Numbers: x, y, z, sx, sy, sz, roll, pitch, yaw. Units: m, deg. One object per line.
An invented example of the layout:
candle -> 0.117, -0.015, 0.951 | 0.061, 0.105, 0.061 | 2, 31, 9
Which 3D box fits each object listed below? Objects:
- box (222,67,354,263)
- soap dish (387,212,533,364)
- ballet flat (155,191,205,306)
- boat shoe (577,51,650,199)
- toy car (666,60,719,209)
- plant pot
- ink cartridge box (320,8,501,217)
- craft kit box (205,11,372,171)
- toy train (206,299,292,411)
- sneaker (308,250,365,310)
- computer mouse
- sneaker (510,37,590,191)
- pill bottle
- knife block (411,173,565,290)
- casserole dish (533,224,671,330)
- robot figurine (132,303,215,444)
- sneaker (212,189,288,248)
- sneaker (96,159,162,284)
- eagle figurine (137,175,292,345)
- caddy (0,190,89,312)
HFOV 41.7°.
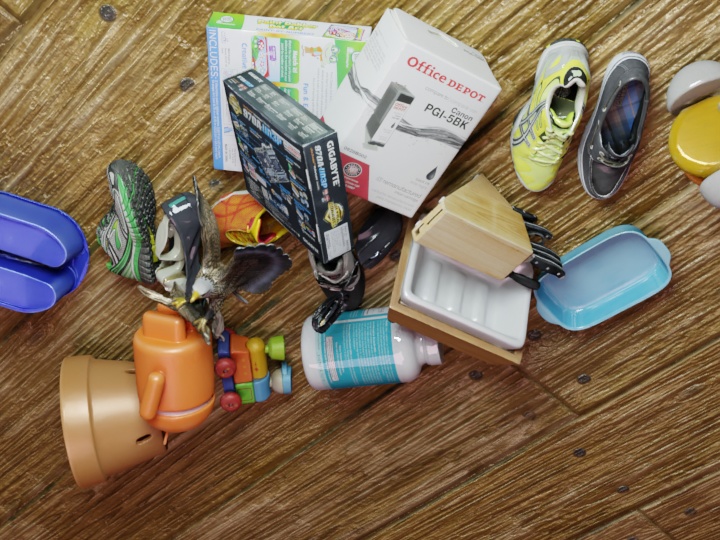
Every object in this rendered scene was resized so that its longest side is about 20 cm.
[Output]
box -> -0.085, -0.123, 1.097 | 0.046, 0.200, 0.161 | -26, 132, -21
soap dish -> 0.133, 0.029, 1.276 | 0.198, 0.159, 0.081 | 24, 145, -14
ballet flat -> -0.256, -0.018, 1.326 | 0.072, 0.074, 0.202 | 8, 127, 0
boat shoe -> 0.312, -0.162, 1.149 | 0.069, 0.067, 0.202 | 8, 129, -1
toy car -> 0.461, -0.162, 1.093 | 0.198, 0.178, 0.150 | -21, 159, 21
plant pot -> -0.378, 0.226, 1.476 | 0.138, 0.201, 0.202 | -7, 130, -8
ink cartridge box -> 0.048, -0.181, 1.116 | 0.145, 0.083, 0.201 | 18, 122, -28
craft kit box -> -0.088, -0.211, 1.171 | 0.194, 0.049, 0.202 | 8, 130, 3
toy train -> -0.164, 0.117, 1.428 | 0.114, 0.085, 0.202 | -5, 128, -4
sneaker -> -0.040, -0.006, 1.304 | 0.073, 0.089, 0.202 | -7, 130, 10
computer mouse -> 0.000, 0.000, 1.260 | 0.034, 0.202, 0.059 | 27, 172, 33
sneaker -> 0.226, -0.175, 1.142 | 0.074, 0.077, 0.202 | 5, 131, 0
pill bottle -> 0.019, 0.111, 1.376 | 0.197, 0.112, 0.112 | -6, 129, 12
knife block -> 0.175, -0.030, 1.208 | 0.176, 0.200, 0.064 | 49, 124, 5
casserole dish -> 0.331, 0.006, 1.304 | 0.199, 0.039, 0.121 | -32, 119, 29
robot figurine -> -0.269, 0.147, 1.365 | 0.115, 0.144, 0.203 | -7, 114, -17
sneaker -> -0.148, -0.065, 1.263 | 0.198, 0.078, 0.073 | -20, 131, 40
sneaker -> -0.327, -0.062, 1.295 | 0.084, 0.079, 0.202 | 6, 130, 2
eagle figurine -> -0.184, -0.006, 1.231 | 0.150, 0.152, 0.201 | 17, 119, -28
caddy -> -0.484, -0.028, 1.327 | 0.197, 0.105, 0.143 | 18, 105, -9
